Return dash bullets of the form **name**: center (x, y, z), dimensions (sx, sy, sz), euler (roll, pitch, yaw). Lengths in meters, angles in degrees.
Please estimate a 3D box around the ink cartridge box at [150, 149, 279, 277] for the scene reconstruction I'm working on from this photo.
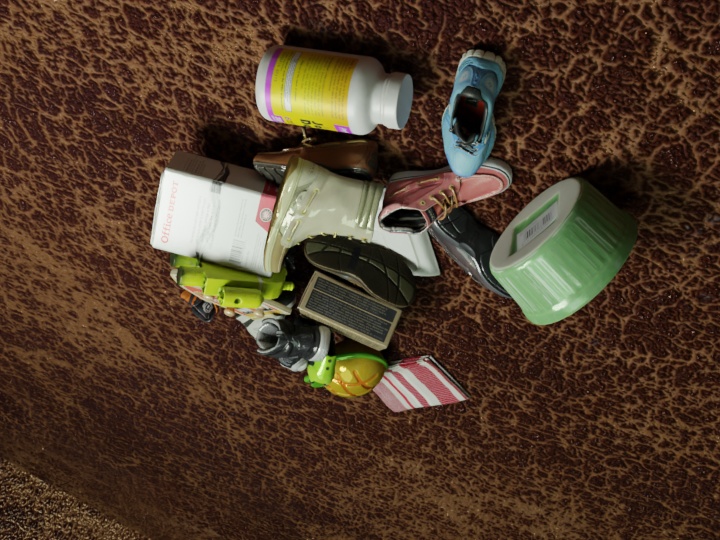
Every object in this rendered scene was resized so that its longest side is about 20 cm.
- **ink cartridge box**: center (-0.217, -0.090, 1.469), dimensions (0.198, 0.084, 0.146), euler (15, 121, -5)

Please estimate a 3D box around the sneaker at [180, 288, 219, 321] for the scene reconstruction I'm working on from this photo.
- **sneaker**: center (-0.253, 0.044, 1.743), dimensions (0.199, 0.113, 0.078), euler (-4, 137, 33)

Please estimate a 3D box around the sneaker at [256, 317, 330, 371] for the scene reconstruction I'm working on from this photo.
- **sneaker**: center (-0.135, 0.126, 1.636), dimensions (0.113, 0.076, 0.200), euler (13, 162, -21)

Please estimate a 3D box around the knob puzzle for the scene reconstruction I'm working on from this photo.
- **knob puzzle**: center (-0.240, 0.049, 1.608), dimensions (0.218, 0.031, 0.220), euler (17, 165, 5)

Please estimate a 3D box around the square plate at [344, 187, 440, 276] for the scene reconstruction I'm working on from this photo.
- **square plate**: center (0.017, -0.058, 1.530), dimensions (0.198, 0.029, 0.199), euler (5, 141, 25)

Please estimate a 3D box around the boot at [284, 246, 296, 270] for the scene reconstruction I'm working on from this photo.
- **boot**: center (-0.198, -0.074, 1.595), dimensions (0.196, 0.074, 0.163), euler (15, 142, 4)

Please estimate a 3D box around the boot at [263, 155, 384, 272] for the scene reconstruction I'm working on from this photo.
- **boot**: center (-0.057, -0.064, 1.386), dimensions (0.153, 0.072, 0.201), euler (14, 125, -9)

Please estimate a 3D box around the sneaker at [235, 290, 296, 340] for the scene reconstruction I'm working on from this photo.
- **sneaker**: center (-0.152, 0.099, 1.767), dimensions (0.116, 0.076, 0.200), euler (53, 148, -8)

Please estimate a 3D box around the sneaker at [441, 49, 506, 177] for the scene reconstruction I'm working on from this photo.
- **sneaker**: center (0.138, -0.192, 1.232), dimensions (0.078, 0.090, 0.201), euler (15, 144, 12)

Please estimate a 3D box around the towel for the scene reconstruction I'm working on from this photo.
- **towel**: center (0.102, 0.230, 1.859), dimensions (0.199, 0.023, 0.144), euler (-17, 129, 42)

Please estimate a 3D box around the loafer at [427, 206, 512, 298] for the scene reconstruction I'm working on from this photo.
- **loafer**: center (0.174, -0.034, 1.450), dimensions (0.200, 0.072, 0.063), euler (44, 160, -16)

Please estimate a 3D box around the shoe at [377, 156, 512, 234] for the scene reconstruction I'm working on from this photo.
- **shoe**: center (0.120, -0.103, 1.349), dimensions (0.198, 0.091, 0.072), euler (-6, 135, 27)

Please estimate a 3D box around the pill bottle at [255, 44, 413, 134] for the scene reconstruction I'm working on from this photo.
- **pill bottle**: center (-0.034, -0.241, 1.256), dimensions (0.198, 0.105, 0.105), euler (12, 143, 17)

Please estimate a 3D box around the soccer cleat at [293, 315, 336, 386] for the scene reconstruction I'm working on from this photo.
- **soccer cleat**: center (-0.078, 0.131, 1.727), dimensions (0.067, 0.200, 0.082), euler (10, 117, -22)

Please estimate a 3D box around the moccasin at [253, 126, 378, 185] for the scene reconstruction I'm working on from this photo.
- **moccasin**: center (-0.069, -0.170, 1.404), dimensions (0.200, 0.078, 0.074), euler (-3, 152, 27)

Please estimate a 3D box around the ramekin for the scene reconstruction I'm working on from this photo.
- **ramekin**: center (0.271, -0.033, 1.277), dimensions (0.098, 0.201, 0.200), euler (42, 142, -13)

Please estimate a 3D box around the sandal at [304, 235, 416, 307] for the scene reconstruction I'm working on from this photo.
- **sandal**: center (0.000, 0.000, 1.527), dimensions (0.198, 0.082, 0.055), euler (21, 161, 2)

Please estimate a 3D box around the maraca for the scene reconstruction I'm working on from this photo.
- **maraca**: center (-0.029, 0.197, 1.813), dimensions (0.136, 0.108, 0.200), euler (15, 150, -25)

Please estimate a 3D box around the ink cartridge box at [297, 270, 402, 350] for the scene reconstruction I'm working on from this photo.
- **ink cartridge box**: center (-0.020, 0.073, 1.612), dimensions (0.164, 0.076, 0.200), euler (25, 174, 0)

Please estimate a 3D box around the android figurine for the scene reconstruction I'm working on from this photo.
- **android figurine**: center (-0.205, 0.003, 1.510), dimensions (0.198, 0.182, 0.041), euler (6, 116, -27)
